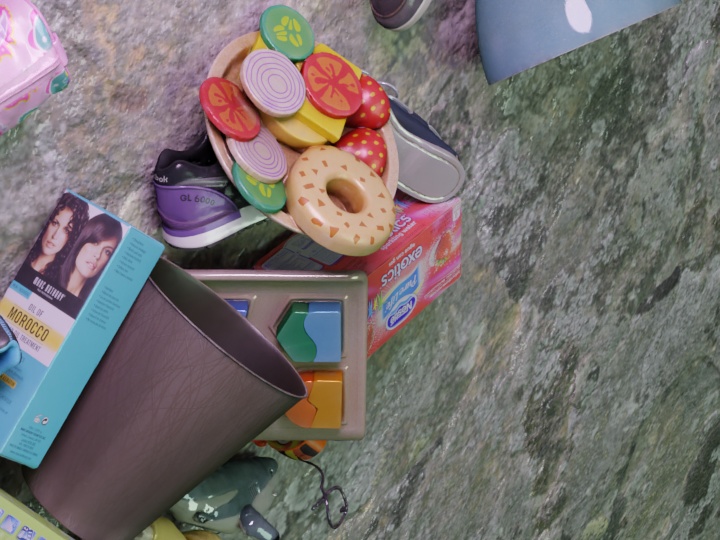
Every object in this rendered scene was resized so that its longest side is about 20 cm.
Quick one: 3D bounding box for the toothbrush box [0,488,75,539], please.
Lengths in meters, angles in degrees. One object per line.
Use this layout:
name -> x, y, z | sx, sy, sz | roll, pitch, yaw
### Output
toothbrush box -> -0.284, 0.257, 1.274 | 0.199, 0.086, 0.146 | 36, 80, -13

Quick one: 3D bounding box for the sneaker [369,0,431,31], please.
sneaker -> 0.021, -0.310, 1.408 | 0.106, 0.074, 0.202 | 1, 103, -48

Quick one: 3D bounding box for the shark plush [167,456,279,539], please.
shark plush -> -0.156, 0.197, 1.553 | 0.199, 0.090, 0.084 | 22, 75, -36

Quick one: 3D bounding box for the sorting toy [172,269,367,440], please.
sorting toy -> -0.086, 0.082, 1.454 | 0.037, 0.183, 0.202 | -91, -179, -53

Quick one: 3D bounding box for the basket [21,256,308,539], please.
basket -> -0.173, 0.119, 1.351 | 0.200, 0.180, 0.136 | -49, -168, 9

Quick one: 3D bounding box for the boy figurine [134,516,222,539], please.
boy figurine -> -0.202, 0.278, 1.501 | 0.199, 0.064, 0.125 | 0, 122, -46

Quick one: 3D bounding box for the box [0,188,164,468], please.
box -> -0.240, 0.045, 1.282 | 0.201, 0.082, 0.049 | -61, 146, -4

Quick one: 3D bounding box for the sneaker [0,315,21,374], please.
sneaker -> -0.330, 0.108, 1.206 | 0.201, 0.082, 0.073 | -57, 148, -7

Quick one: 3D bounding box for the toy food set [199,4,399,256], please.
toy food set -> -0.046, -0.116, 1.364 | 0.197, 0.049, 0.201 | 32, 51, -20

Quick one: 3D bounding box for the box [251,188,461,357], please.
box -> 0.000, 0.000, 1.550 | 0.200, 0.102, 0.095 | -40, 141, -38

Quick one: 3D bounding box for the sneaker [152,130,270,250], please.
sneaker -> -0.084, -0.095, 1.390 | 0.199, 0.075, 0.088 | -29, 126, -28

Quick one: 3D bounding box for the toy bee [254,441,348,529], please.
toy bee -> -0.059, 0.136, 1.594 | 0.132, 0.108, 0.201 | 66, 34, -41

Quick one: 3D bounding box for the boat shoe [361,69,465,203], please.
boat shoe -> 0.016, -0.132, 1.511 | 0.199, 0.062, 0.075 | 25, 114, -33

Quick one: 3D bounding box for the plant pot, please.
plant pot -> 0.189, -0.278, 1.571 | 0.199, 0.199, 0.136 | -27, 96, -41

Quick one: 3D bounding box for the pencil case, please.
pencil case -> -0.289, -0.103, 1.114 | 0.200, 0.087, 0.088 | -44, 142, -27
